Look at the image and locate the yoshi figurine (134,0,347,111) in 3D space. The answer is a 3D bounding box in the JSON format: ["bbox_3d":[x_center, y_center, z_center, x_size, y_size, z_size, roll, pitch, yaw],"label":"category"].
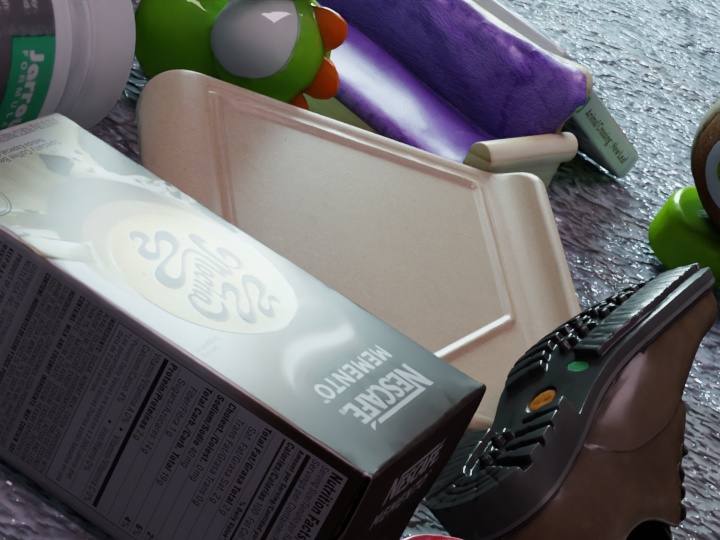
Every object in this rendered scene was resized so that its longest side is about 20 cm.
[{"bbox_3d":[-0.056,-0.157,1.100,0.112,0.200,0.112,6,20,-29],"label":"yoshi figurine"}]

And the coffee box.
[{"bbox_3d":[-0.071,0.033,0.827,0.200,0.080,0.113,33,23,12],"label":"coffee box"}]

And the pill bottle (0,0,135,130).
[{"bbox_3d":[-0.189,-0.094,0.922,0.113,0.113,0.200,39,26,24],"label":"pill bottle"}]

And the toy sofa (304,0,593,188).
[{"bbox_3d":[0.014,-0.104,1.180,0.200,0.098,0.083,40,29,27],"label":"toy sofa"}]

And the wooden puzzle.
[{"bbox_3d":[0.000,0.000,1.008,0.200,0.037,0.185,13,38,-21],"label":"wooden puzzle"}]

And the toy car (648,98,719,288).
[{"bbox_3d":[0.256,-0.003,1.179,0.158,0.164,0.200,19,37,-19],"label":"toy car"}]

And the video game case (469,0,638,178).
[{"bbox_3d":[0.060,-0.140,1.302,0.200,0.022,0.182,40,1,24],"label":"video game case"}]

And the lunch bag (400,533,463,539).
[{"bbox_3d":[0.049,0.175,0.676,0.200,0.082,0.176,33,28,17],"label":"lunch bag"}]

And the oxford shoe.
[{"bbox_3d":[0.100,0.068,0.931,0.084,0.073,0.200,54,46,-12],"label":"oxford shoe"}]
